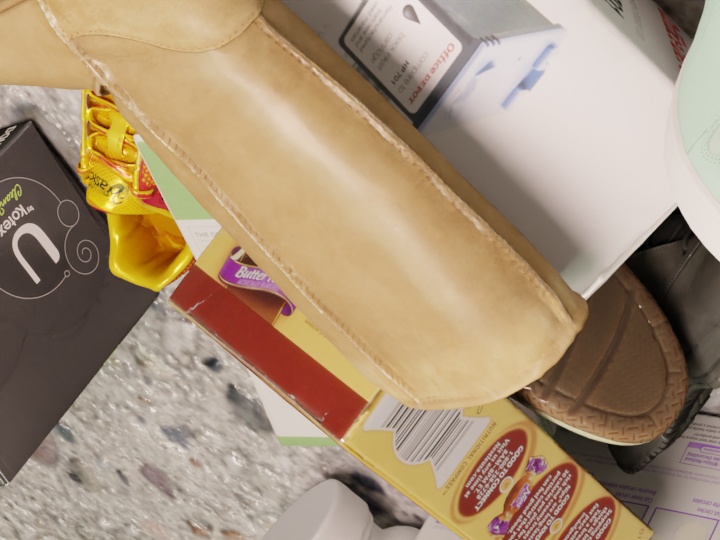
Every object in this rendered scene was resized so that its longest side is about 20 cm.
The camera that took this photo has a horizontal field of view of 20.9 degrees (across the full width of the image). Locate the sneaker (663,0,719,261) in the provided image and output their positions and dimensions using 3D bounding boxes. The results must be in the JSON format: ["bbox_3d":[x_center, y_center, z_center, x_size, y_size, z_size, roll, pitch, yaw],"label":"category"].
[{"bbox_3d":[0.134,-0.091,0.560,0.073,0.201,0.119,9,136,1],"label":"sneaker"}]

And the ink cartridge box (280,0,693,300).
[{"bbox_3d":[0.025,-0.100,0.668,0.200,0.147,0.086,41,107,-11],"label":"ink cartridge box"}]

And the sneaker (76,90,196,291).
[{"bbox_3d":[-0.094,-0.069,0.878,0.072,0.077,0.201,18,141,25],"label":"sneaker"}]

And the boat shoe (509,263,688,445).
[{"bbox_3d":[0.042,0.000,0.779,0.200,0.072,0.076,40,162,7],"label":"boat shoe"}]

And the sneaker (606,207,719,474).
[{"bbox_3d":[0.124,0.008,0.796,0.091,0.076,0.200,41,142,8],"label":"sneaker"}]

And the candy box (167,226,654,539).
[{"bbox_3d":[0.025,0.060,0.779,0.116,0.057,0.200,36,177,43],"label":"candy box"}]

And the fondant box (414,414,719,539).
[{"bbox_3d":[0.091,0.150,0.873,0.143,0.200,0.059,6,137,35],"label":"fondant box"}]

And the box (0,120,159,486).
[{"bbox_3d":[-0.237,0.025,1.043,0.199,0.149,0.125,-8,126,45],"label":"box"}]

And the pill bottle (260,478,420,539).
[{"bbox_3d":[0.029,0.215,1.077,0.200,0.117,0.116,42,145,-11],"label":"pill bottle"}]

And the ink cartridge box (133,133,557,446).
[{"bbox_3d":[0.000,0.000,0.886,0.144,0.048,0.201,-1,132,25],"label":"ink cartridge box"}]

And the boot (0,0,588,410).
[{"bbox_3d":[-0.047,-0.034,0.624,0.200,0.066,0.175,46,157,-21],"label":"boot"}]
